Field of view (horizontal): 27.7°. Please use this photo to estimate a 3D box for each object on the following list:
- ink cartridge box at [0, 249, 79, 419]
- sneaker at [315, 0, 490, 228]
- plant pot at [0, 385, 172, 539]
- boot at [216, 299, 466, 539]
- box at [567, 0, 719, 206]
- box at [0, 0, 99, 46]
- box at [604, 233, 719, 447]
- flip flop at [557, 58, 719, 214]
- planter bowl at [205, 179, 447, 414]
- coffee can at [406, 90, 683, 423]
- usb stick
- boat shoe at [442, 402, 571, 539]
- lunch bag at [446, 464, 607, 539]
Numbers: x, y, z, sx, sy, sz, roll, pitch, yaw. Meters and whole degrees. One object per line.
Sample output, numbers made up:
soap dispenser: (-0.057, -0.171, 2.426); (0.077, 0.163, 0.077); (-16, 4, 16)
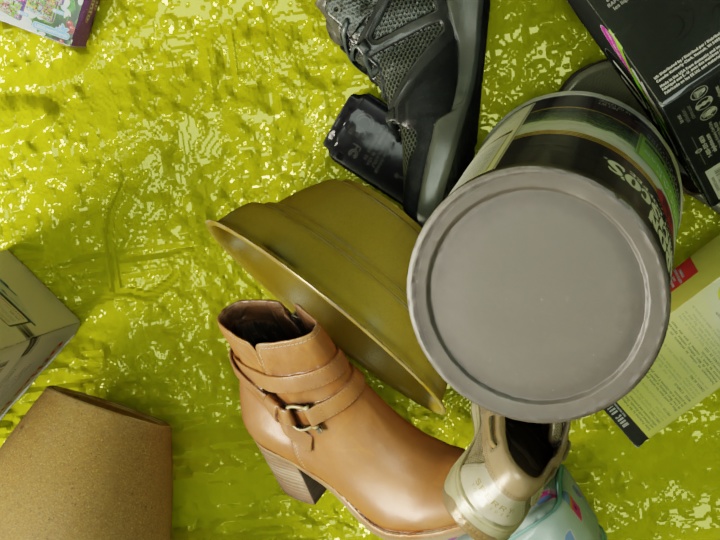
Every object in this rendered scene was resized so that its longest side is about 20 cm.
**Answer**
ink cartridge box: (-0.292, 0.072, 0.984); (0.086, 0.200, 0.147); (43, 99, 1)
sneaker: (0.025, -0.126, 0.972); (0.113, 0.076, 0.202); (3, 79, 11)
plant pot: (-0.204, 0.191, 1.014); (0.184, 0.186, 0.202); (19, 86, 4)
boot: (-0.001, 0.092, 0.968); (0.198, 0.077, 0.157); (11, 133, 38)
box: (0.197, -0.172, 0.884); (0.124, 0.148, 0.201); (-33, 59, 10)
box: (-0.267, -0.255, 1.021); (0.198, 0.039, 0.138); (21, 100, 4)
box: (0.238, 0.028, 0.975); (0.199, 0.050, 0.075); (-40, 111, 16)
flip flop: (0.223, -0.079, 0.976); (0.198, 0.058, 0.082); (29, 103, 0)
planter bowl: (0.000, 0.000, 0.958); (0.200, 0.200, 0.084); (38, 81, 1)
coffee can: (0.118, -0.017, 0.883); (0.144, 0.200, 0.148); (5, 110, 13)
usb stick: (0.067, -0.052, 1.012); (0.199, 0.033, 0.056); (33, 107, 1)
boat shoe: (0.110, 0.099, 0.941); (0.071, 0.200, 0.065); (37, 120, -4)
lunch bag: (0.071, 0.217, 0.981); (0.199, 0.160, 0.078); (-34, 92, 9)
